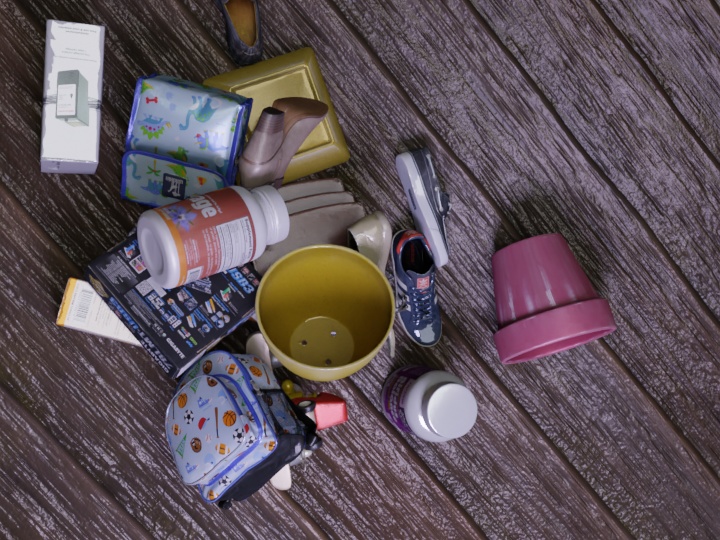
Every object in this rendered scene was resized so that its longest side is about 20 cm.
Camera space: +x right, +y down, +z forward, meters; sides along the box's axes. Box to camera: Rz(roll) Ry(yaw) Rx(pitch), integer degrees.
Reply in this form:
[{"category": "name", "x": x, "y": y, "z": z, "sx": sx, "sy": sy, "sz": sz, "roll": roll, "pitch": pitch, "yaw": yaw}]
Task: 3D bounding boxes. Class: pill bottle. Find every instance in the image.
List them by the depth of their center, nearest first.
[{"category": "pill bottle", "x": -0.205, "y": -0.055, "z": 1.374, "sx": 0.199, "sy": 0.112, "sz": 0.113, "roll": -21, "pitch": 94, "yaw": -32}, {"category": "pill bottle", "x": 0.111, "y": 0.212, "z": 1.543, "sx": 0.111, "sy": 0.200, "sz": 0.113, "roll": 1, "pitch": 88, "yaw": -16}]

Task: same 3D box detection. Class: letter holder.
[{"category": "letter holder", "x": -0.096, "y": -0.073, "z": 1.547, "sx": 0.199, "sy": 0.101, "sz": 0.143, "roll": -16, "pitch": 91, "yaw": -16}]

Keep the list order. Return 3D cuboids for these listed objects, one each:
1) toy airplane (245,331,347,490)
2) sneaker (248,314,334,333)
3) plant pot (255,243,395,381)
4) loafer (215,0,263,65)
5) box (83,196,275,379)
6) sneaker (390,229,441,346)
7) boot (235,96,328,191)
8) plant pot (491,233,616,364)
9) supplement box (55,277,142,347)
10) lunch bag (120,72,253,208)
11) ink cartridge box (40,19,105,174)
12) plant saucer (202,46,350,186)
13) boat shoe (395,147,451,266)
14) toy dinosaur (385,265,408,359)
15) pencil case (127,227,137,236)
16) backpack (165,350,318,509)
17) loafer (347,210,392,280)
[{"category": "toy airplane", "x": -0.137, "y": 0.221, "z": 1.520, "sx": 0.199, "sy": 0.141, "sz": 0.200, "roll": 38, "pitch": 113, "yaw": 2}, {"category": "sneaker", "x": -0.103, "y": 0.067, "z": 1.566, "sx": 0.199, "sy": 0.085, "sz": 0.073, "roll": 16, "pitch": 54, "yaw": -33}, {"category": "plant pot", "x": -0.055, "y": 0.083, "z": 1.425, "sx": 0.198, "sy": 0.142, "sz": 0.201, "roll": 3, "pitch": 60, "yaw": -4}, {"category": "loafer", "x": -0.193, "y": -0.434, "z": 1.543, "sx": 0.072, "sy": 0.072, "sz": 0.202, "roll": -18, "pitch": 93, "yaw": -15}, {"category": "box", "x": -0.260, "y": 0.020, "z": 1.406, "sx": 0.200, "sy": 0.050, "sz": 0.198, "roll": 47, "pitch": 55, "yaw": 3}, {"category": "sneaker", "x": 0.097, "y": 0.030, "z": 1.606, "sx": 0.074, "sy": 0.084, "sz": 0.202, "roll": -16, "pitch": 93, "yaw": -16}, {"category": "boot", "x": -0.125, "y": -0.185, "z": 1.499, "sx": 0.070, "sy": 0.200, "sz": 0.147, "roll": 27, "pitch": 115, "yaw": 22}, {"category": "plant pot", "x": 0.304, "y": 0.044, "z": 1.622, "sx": 0.198, "sy": 0.200, "sz": 0.180, "roll": -13, "pitch": 76, "yaw": -16}, {"category": "supplement box", "x": -0.348, "y": 0.072, "z": 1.455, "sx": 0.199, "sy": 0.126, "sz": 0.074, "roll": 17, "pitch": 82, "yaw": -16}, {"category": "lunch bag", "x": -0.269, "y": -0.183, "z": 1.480, "sx": 0.169, "sy": 0.128, "sz": 0.202, "roll": 15, "pitch": 106, "yaw": -2}, {"category": "ink cartridge box", "x": -0.426, "y": -0.249, "z": 1.433, "sx": 0.083, "sy": 0.146, "sz": 0.202, "roll": 3, "pitch": 88, "yaw": -17}, {"category": "plant saucer", "x": -0.131, "y": -0.246, "z": 1.568, "sx": 0.199, "sy": 0.048, "sz": 0.201, "roll": -21, "pitch": 94, "yaw": -15}, {"category": "boat shoe", "x": 0.122, "y": -0.109, "z": 1.629, "sx": 0.067, "sy": 0.072, "sz": 0.201, "roll": -18, "pitch": 86, "yaw": -14}, {"category": "toy dinosaur", "x": 0.028, "y": 0.048, "z": 1.596, "sx": 0.088, "sy": 0.048, "sz": 0.200, "roll": -31, "pitch": 107, "yaw": 20}, {"category": "pencil case", "x": -0.268, "y": -0.013, "z": 1.503, "sx": 0.199, "sy": 0.078, "sz": 0.087, "roll": 34, "pitch": 122, "yaw": -13}, {"category": "backpack", "x": -0.191, "y": 0.215, "z": 1.389, "sx": 0.200, "sy": 0.154, "sz": 0.191, "roll": -39, "pitch": 56, "yaw": 17}, {"category": "loafer", "x": 0.000, "y": 0.000, "z": 1.496, "sx": 0.068, "sy": 0.076, "sz": 0.201, "roll": -7, "pitch": 122, "yaw": -22}]
